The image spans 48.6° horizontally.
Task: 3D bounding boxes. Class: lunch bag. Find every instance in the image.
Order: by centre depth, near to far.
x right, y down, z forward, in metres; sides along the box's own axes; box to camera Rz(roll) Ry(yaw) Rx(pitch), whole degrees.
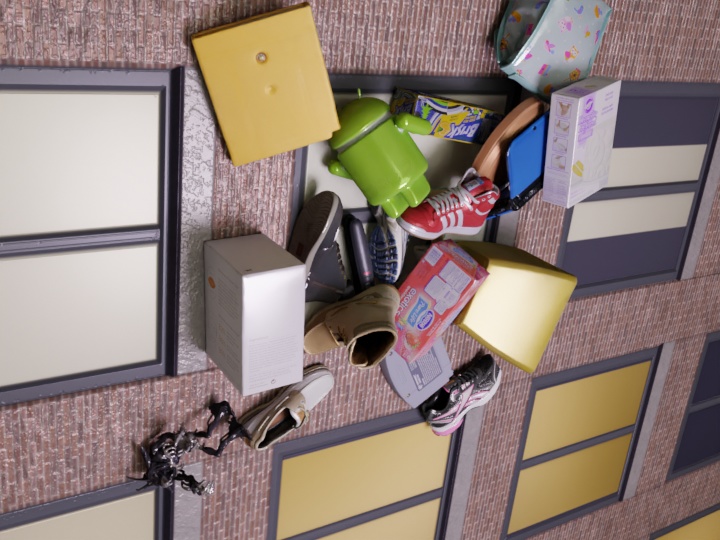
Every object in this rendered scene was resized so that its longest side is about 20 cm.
[{"bbox_3d":[0.330,-0.409,1.403,0.170,0.122,0.201,22,91,-40],"label":"lunch bag"}]

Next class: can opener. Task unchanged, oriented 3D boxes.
[{"bbox_3d":[0.000,0.000,1.391,0.078,0.063,0.202,-19,121,-26],"label":"can opener"}]

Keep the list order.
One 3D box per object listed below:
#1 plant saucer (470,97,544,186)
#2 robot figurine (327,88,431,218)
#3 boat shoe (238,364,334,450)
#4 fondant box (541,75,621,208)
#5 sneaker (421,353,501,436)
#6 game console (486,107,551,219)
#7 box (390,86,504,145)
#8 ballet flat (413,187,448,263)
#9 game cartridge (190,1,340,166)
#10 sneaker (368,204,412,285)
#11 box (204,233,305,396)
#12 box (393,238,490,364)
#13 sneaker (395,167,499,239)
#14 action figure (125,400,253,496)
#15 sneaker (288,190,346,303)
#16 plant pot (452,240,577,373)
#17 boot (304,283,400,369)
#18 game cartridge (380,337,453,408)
[{"bbox_3d":[0.266,-0.217,1.434,0.200,0.032,0.201,-43,162,-18],"label":"plant saucer"},{"bbox_3d":[0.029,-0.186,1.268,0.201,0.175,0.116,54,37,-8],"label":"robot figurine"},{"bbox_3d":[-0.121,0.249,1.416,0.199,0.068,0.075,-37,127,-16],"label":"boat shoe"},{"bbox_3d":[0.391,-0.229,1.414,0.144,0.058,0.202,-28,127,-39],"label":"fondant box"},{"bbox_3d":[0.206,0.248,1.640,0.200,0.080,0.086,-49,128,-8],"label":"sneaker"},{"bbox_3d":[0.293,-0.200,1.451,0.200,0.170,0.119,-39,102,-31],"label":"game console"},{"bbox_3d":[0.147,-0.262,1.371,0.199,0.070,0.065,4,110,-36],"label":"box"},{"bbox_3d":[0.127,-0.057,1.468,0.062,0.069,0.202,7,106,-8],"label":"ballet flat"},{"bbox_3d":[-0.133,-0.268,1.164,0.175,0.033,0.201,-17,123,-4],"label":"game cartridge"},{"bbox_3d":[0.068,-0.071,1.397,0.085,0.077,0.202,-14,115,-40],"label":"sneaker"},{"bbox_3d":[-0.167,0.065,1.246,0.106,0.152,0.202,-10,116,-30],"label":"box"},{"bbox_3d":[0.124,0.054,1.408,0.201,0.103,0.095,-55,164,21],"label":"box"},{"bbox_3d":[0.153,-0.115,1.344,0.199,0.071,0.113,-6,139,-41],"label":"sneaker"},{"bbox_3d":[-0.281,0.304,1.308,0.199,0.102,0.119,-36,120,-19],"label":"action figure"},{"bbox_3d":[-0.058,-0.037,1.336,0.106,0.075,0.201,6,116,-41],"label":"sneaker"},{"bbox_3d":[0.252,0.047,1.518,0.175,0.200,0.201,21,98,-27],"label":"plant pot"},{"bbox_3d":[-0.022,0.114,1.333,0.199,0.156,0.073,-27,114,15],"label":"boot"},{"bbox_3d":[0.104,0.170,1.561,0.133,0.041,0.201,-37,127,-20],"label":"game cartridge"}]
